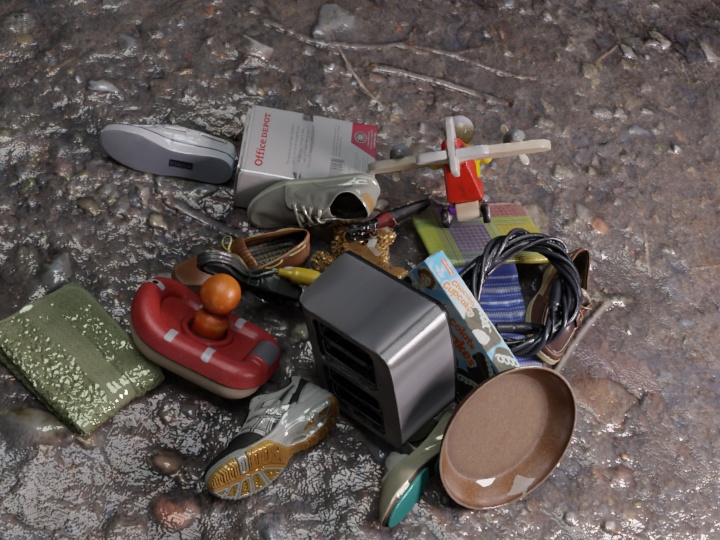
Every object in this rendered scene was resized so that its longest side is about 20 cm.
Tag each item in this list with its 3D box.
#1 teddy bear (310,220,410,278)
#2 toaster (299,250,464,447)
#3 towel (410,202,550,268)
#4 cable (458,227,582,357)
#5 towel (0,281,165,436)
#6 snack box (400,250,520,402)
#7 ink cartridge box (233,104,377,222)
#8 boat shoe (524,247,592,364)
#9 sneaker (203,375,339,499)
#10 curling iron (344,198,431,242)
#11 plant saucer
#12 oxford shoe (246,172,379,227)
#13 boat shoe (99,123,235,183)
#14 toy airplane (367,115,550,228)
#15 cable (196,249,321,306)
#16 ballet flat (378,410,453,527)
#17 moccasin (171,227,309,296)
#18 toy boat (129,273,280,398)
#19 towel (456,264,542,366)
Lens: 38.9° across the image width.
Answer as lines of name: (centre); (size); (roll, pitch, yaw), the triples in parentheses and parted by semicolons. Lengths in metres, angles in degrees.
teddy bear: (0.000, 0.000, 1.440); (0.144, 0.067, 0.200); (2, 45, -24)
toaster: (0.029, 0.101, 1.258); (0.200, 0.181, 0.119); (30, 56, 34)
towel: (0.182, -0.051, 1.522); (0.199, 0.023, 0.144); (-4, 41, -17)
cable: (0.224, 0.026, 1.399); (0.200, 0.051, 0.163); (-37, 62, -21)
towel: (-0.359, 0.106, 1.283); (0.200, 0.037, 0.148); (41, 56, 19)
snack box: (0.123, 0.082, 1.320); (0.037, 0.116, 0.200); (-31, 85, -32)
ink cartridge box: (-0.082, -0.157, 1.522); (0.199, 0.085, 0.146); (10, 51, -7)
boat shoe: (0.291, 0.044, 1.447); (0.072, 0.072, 0.200); (38, 47, -10)
sneaker: (-0.121, 0.202, 1.250); (0.200, 0.076, 0.088); (-31, 49, -34)
curling iron: (0.045, -0.072, 1.468); (0.049, 0.026, 0.200); (0, 14, 36)
plant saucer: (0.174, 0.199, 1.249); (0.200, 0.201, 0.037); (-14, 30, -22)
oxford shoe: (-0.070, -0.091, 1.442); (0.199, 0.075, 0.058); (-9, 48, 15)
boat shoe: (-0.283, -0.183, 1.513); (0.199, 0.074, 0.066); (16, 45, -13)
toy airplane: (0.138, -0.164, 1.449); (0.199, 0.199, 0.142); (15, 60, -28)
cable: (-0.138, 0.003, 1.332); (0.200, 0.097, 0.051); (22, 66, -37)
ballet flat: (0.070, 0.239, 1.263); (0.069, 0.070, 0.200); (39, 49, 18)
moccasin: (-0.161, -0.014, 1.395); (0.201, 0.078, 0.074); (-11, 56, -21)
toy boat: (-0.189, 0.061, 1.279); (0.199, 0.131, 0.131); (25, 25, 7)
towel: (0.172, 0.067, 1.443); (0.144, 0.024, 0.201); (0, 53, -12)
